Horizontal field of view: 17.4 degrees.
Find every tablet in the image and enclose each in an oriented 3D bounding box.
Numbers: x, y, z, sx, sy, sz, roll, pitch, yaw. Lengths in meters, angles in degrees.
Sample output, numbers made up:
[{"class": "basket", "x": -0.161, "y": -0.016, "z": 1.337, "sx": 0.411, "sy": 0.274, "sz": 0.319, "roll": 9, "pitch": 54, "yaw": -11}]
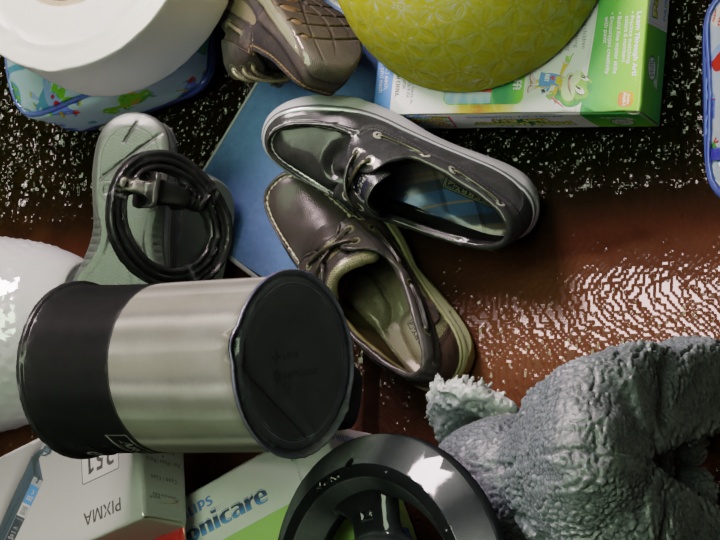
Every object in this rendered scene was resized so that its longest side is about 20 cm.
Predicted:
[{"class": "tablet", "x": -0.039, "y": -0.089, "z": 1.691, "sx": 0.130, "sy": 0.014, "sz": 0.200, "roll": 36, "pitch": 98, "yaw": 30}]

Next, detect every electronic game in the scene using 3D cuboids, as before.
[{"class": "electronic game", "x": 0.018, "y": 0.202, "z": 1.469, "sx": 0.200, "sy": 0.042, "sz": 0.201, "roll": -3, "pitch": 86, "yaw": 43}]

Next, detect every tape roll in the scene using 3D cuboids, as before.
[{"class": "tape roll", "x": -0.187, "y": -0.230, "z": 1.680, "sx": 0.202, "sy": 0.071, "sz": 0.203, "roll": -7, "pitch": 75, "yaw": 26}]

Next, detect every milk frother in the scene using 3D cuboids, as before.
[{"class": "milk frother", "x": -0.096, "y": 0.018, "z": 1.511, "sx": 0.188, "sy": 0.180, "sz": 0.201, "roll": -3, "pitch": 91, "yaw": 37}]

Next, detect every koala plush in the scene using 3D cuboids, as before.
[{"class": "koala plush", "x": 0.118, "y": 0.129, "z": 1.480, "sx": 0.200, "sy": 0.184, "sz": 0.178, "roll": -11, "pitch": 74, "yaw": 40}]

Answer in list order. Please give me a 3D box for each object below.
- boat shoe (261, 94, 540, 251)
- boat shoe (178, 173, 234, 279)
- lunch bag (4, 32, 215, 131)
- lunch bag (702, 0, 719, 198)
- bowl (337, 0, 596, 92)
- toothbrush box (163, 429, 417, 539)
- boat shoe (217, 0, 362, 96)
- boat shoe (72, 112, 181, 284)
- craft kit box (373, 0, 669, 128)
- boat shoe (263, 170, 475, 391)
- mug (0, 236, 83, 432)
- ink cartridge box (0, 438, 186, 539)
[{"class": "boat shoe", "x": 0.020, "y": -0.060, "z": 1.585, "sx": 0.199, "sy": 0.066, "sz": 0.070, "roll": 23, "pitch": 117, "yaw": 9}, {"class": "boat shoe", "x": -0.147, "y": 0.025, "z": 1.701, "sx": 0.071, "sy": 0.070, "sz": 0.201, "roll": 17, "pitch": 93, "yaw": 45}, {"class": "lunch bag", "x": -0.189, "y": -0.211, "z": 1.760, "sx": 0.160, "sy": 0.082, "sz": 0.201, "roll": -18, "pitch": 72, "yaw": 27}, {"class": "lunch bag", "x": 0.312, "y": -0.107, "z": 1.460, "sx": 0.199, "sy": 0.075, "sz": 0.161, "roll": -3, "pitch": 81, "yaw": 30}, {"class": "bowl", "x": 0.056, "y": -0.227, "z": 1.552, "sx": 0.200, "sy": 0.108, "sz": 0.201, "roll": -6, "pitch": 75, "yaw": 25}, {"class": "toothbrush box", "x": -0.032, "y": 0.225, "z": 1.583, "sx": 0.145, "sy": 0.086, "sz": 0.200, "roll": -31, "pitch": 68, "yaw": 22}, {"class": "boat shoe", "x": -0.056, "y": -0.162, "z": 1.660, "sx": 0.073, "sy": 0.074, "sz": 0.200, "roll": -63, "pitch": 27, "yaw": 19}, {"class": "boat shoe", "x": -0.158, "y": -0.007, "z": 1.639, "sx": 0.074, "sy": 0.065, "sz": 0.203, "roll": 4, "pitch": 88, "yaw": 14}, {"class": "craft kit box", "x": 0.113, "y": -0.197, "z": 1.601, "sx": 0.197, "sy": 0.048, "sz": 0.201, "roll": 1, "pitch": 80, "yaw": 29}, {"class": "boat shoe", "x": 0.000, "y": 0.000, "z": 1.613, "sx": 0.200, "sy": 0.065, "sz": 0.073, "roll": 45, "pitch": 102, "yaw": 22}, {"class": "mug", "x": -0.269, "y": 0.071, "z": 1.730, "sx": 0.175, "sy": 0.148, "sz": 0.201, "roll": -8, "pitch": 107, "yaw": 21}, {"class": "ink cartridge box", "x": -0.197, "y": 0.198, "z": 1.629, "sx": 0.200, "sy": 0.045, "sz": 0.177, "roll": -27, "pitch": 59, "yaw": 39}]
